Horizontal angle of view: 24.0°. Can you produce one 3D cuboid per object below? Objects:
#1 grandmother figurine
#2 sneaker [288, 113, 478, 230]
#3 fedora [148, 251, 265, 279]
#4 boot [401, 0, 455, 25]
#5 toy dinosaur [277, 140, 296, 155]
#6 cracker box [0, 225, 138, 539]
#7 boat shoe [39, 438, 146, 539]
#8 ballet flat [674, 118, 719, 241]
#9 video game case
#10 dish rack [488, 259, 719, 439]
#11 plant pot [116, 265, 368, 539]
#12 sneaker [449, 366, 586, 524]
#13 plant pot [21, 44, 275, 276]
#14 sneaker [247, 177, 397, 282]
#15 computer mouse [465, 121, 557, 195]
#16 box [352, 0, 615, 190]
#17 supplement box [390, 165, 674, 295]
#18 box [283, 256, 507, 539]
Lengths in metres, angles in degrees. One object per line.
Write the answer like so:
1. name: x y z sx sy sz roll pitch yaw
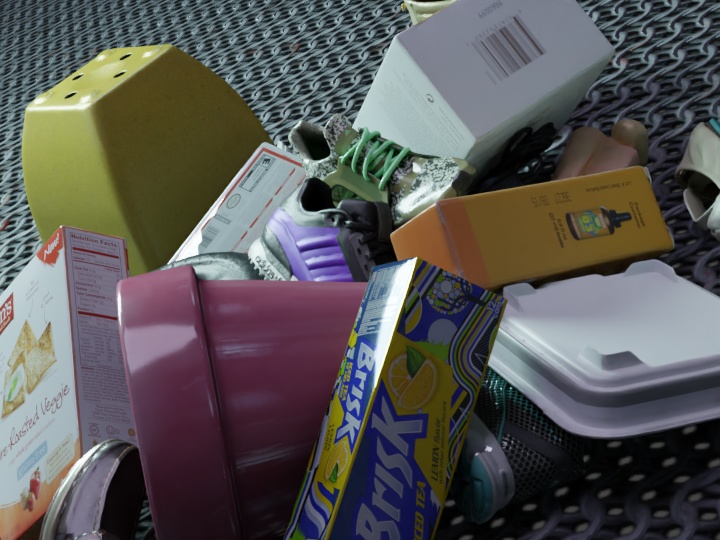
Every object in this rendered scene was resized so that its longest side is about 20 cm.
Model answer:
1. grandmother figurine: 0.157 -0.046 1.311 0.121 0.061 0.200 -26 16 38
2. sneaker: 0.006 -0.078 1.298 0.199 0.089 0.077 8 56 52
3. fedora: -0.134 0.069 1.319 0.199 0.092 0.201 -21 24 10
4. boot: 0.075 -0.198 1.579 0.073 0.157 0.199 -35 25 -22
5. toy dinosaur: -0.059 -0.023 1.471 0.199 0.103 0.136 18 61 33
6. cracker box: -0.213 0.088 1.214 0.134 0.057 0.202 -42 47 42
7. boat shoe: -0.163 0.204 1.060 0.073 0.075 0.202 4 64 25
8. ballet flat: 0.270 -0.047 1.208 0.069 0.070 0.200 -24 22 3
9. video game case: -0.052 -0.019 1.388 0.199 0.017 0.143 25 71 39
10. dish rack: 0.171 0.041 1.069 0.170 0.044 0.200 -11 19 -17
11. plant pot: -0.055 0.087 1.108 0.177 0.202 0.200 -10 23 -5
12. sneaker: 0.087 0.095 1.097 0.090 0.078 0.200 -11 25 -9
13. plant pot: -0.206 -0.098 1.600 0.193 0.201 0.195 4 38 48
14. sneaker: 0.000 0.000 1.241 0.200 0.069 0.100 42 107 34
15. computer mouse: 0.077 -0.027 1.300 0.139 0.052 0.201 -55 5 47
16. box: 0.091 -0.137 1.379 0.152 0.107 0.200 -34 -10 -24
17. supplement box: 0.122 -0.021 1.177 0.198 0.067 0.069 -11 -14 -33
18. box: 0.018 0.099 1.005 0.064 0.070 0.202 -14 54 65
